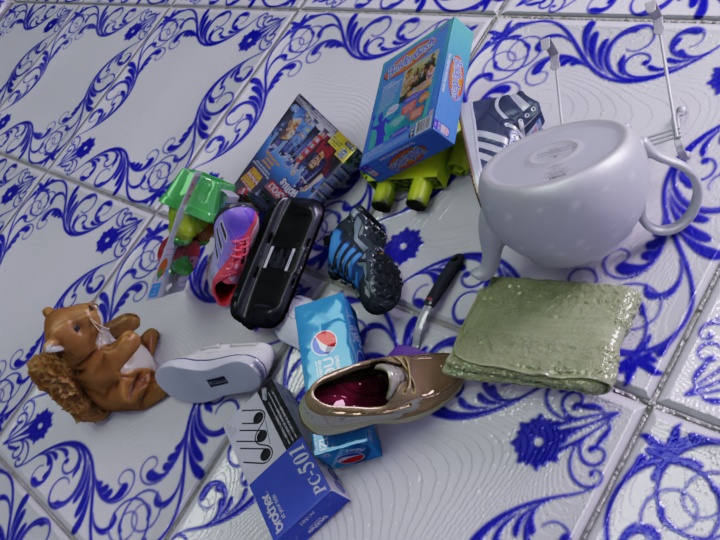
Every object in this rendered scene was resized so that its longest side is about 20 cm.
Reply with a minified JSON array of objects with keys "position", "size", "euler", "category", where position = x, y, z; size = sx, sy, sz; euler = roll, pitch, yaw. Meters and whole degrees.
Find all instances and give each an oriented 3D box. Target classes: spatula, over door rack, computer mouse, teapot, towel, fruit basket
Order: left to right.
[{"position":[-0.257,-0.052,1.239],"size":[0.094,0.185,0.200],"euler":[16,94,4],"category":"fruit basket"},{"position":[-0.092,0.064,1.131],"size":[0.110,0.044,0.200],"euler":[-52,43,-8],"category":"computer mouse"},{"position":[0.081,0.060,1.018],"size":[0.056,0.021,0.200],"euler":[14,68,44],"category":"spatula"},{"position":[0.198,0.069,0.895],"size":[0.200,0.037,0.148],"euler":[1,46,38],"category":"towel"},{"position":[0.238,-0.070,0.907],"size":[0.197,0.146,0.200],"euler":[-36,26,-24],"category":"teapot"},{"position":[0.314,-0.208,0.994],"size":[0.148,0.067,0.200],"euler":[-14,72,30],"category":"over door rack"}]

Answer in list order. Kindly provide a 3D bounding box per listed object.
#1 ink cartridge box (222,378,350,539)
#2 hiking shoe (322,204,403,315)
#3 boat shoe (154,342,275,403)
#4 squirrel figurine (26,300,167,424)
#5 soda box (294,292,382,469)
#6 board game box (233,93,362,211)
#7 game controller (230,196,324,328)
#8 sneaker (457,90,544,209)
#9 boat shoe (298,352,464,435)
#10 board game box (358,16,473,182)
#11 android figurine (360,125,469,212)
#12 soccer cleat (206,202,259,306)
[{"position":[-0.097,0.235,1.007],"size":[0.094,0.044,0.200],"euler":[-43,44,6],"category":"ink cartridge box"},{"position":[0.000,0.000,1.098],"size":[0.087,0.074,0.200],"euler":[-38,34,19],"category":"hiking shoe"},{"position":[-0.205,0.137,1.157],"size":[0.200,0.071,0.070],"euler":[-15,24,34],"category":"boat shoe"},{"position":[-0.416,0.137,1.220],"size":[0.200,0.187,0.142],"euler":[-34,45,12],"category":"squirrel figurine"},{"position":[-0.029,0.133,0.991],"size":[0.068,0.064,0.200],"euler":[-17,58,10],"category":"soda box"},{"position":[-0.107,-0.153,1.289],"size":[0.200,0.062,0.200],"euler":[-45,47,6],"category":"board game box"},{"position":[-0.118,-0.015,1.155],"size":[0.104,0.042,0.200],"euler":[11,74,32],"category":"game controller"},{"position":[0.195,-0.149,1.052],"size":[0.108,0.070,0.200],"euler":[-14,61,12],"category":"sneaker"},{"position":[0.030,0.132,0.909],"size":[0.200,0.066,0.074],"euler":[-16,61,-18],"category":"boat shoe"},{"position":[0.078,-0.238,1.136],"size":[0.152,0.045,0.200],"euler":[-21,48,47],"category":"board game box"},{"position":[0.083,-0.175,1.176],"size":[0.182,0.041,0.200],"euler":[-1,59,37],"category":"android figurine"},{"position":[-0.187,-0.024,1.196],"size":[0.200,0.068,0.073],"euler":[119,145,-52],"category":"soccer cleat"}]
